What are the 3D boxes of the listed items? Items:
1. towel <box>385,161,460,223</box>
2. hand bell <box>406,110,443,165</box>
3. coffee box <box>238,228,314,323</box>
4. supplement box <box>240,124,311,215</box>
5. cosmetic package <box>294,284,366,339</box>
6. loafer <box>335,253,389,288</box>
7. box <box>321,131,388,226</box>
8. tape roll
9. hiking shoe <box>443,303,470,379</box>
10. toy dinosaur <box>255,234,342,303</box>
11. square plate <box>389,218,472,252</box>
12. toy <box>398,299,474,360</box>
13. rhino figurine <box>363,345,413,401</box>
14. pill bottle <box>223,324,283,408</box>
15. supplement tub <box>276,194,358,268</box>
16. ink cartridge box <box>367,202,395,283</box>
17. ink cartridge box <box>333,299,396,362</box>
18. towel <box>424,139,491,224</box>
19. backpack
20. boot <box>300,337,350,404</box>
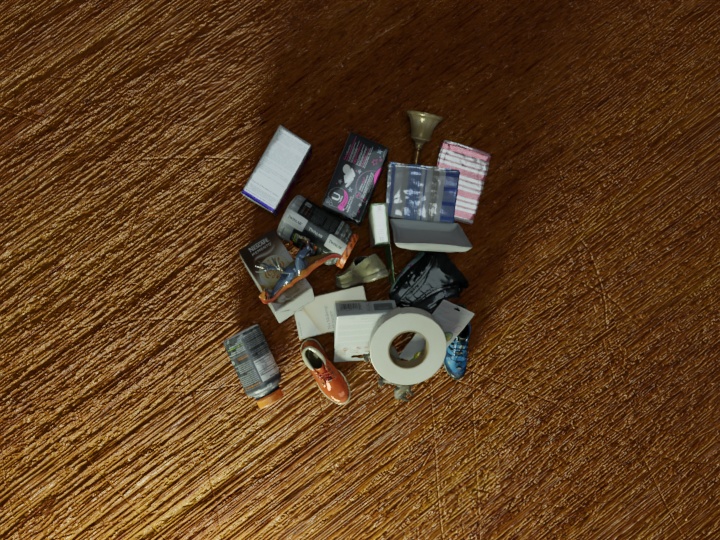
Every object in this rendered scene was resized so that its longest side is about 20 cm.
[{"bbox_3d":[0.163,-0.207,1.546,0.194,0.024,0.151,7,107,5],"label":"towel"},{"bbox_3d":[0.154,-0.319,1.558,0.101,0.104,0.206,10,102,-3],"label":"hand bell"},{"bbox_3d":[-0.217,0.013,1.486,0.113,0.080,0.202,-32,69,-12],"label":"coffee box"},{"bbox_3d":[-0.217,-0.260,1.518,0.102,0.101,0.203,29,89,-2],"label":"supplement box"},{"bbox_3d":[-0.077,0.109,1.538,0.195,0.073,0.106,-14,91,-4],"label":"cosmetic package"},{"bbox_3d":[0.000,0.000,1.492,0.074,0.198,0.070,-13,89,-39],"label":"loafer"},{"bbox_3d":[-0.014,-0.235,1.513,0.112,0.132,0.204,23,88,1],"label":"box"},{"bbox_3d":[0.118,0.190,1.446,0.197,0.037,0.208,-1,113,-3],"label":"tape roll"},{"bbox_3d":[0.257,0.193,1.545,0.072,0.087,0.206,-2,90,-3],"label":"hiking shoe"},{"bbox_3d":[-0.165,0.008,1.399,0.196,0.105,0.186,22,84,-1],"label":"toy dinosaur"},{"bbox_3d":[0.176,-0.089,1.498,0.194,0.199,0.029,4,112,-3],"label":"square plate"},{"bbox_3d":[0.191,0.158,1.500,0.113,0.048,0.202,22,113,-31],"label":"toy"},{"bbox_3d":[0.088,0.277,1.533,0.086,0.060,0.203,-24,114,14],"label":"rhino figurine"},{"bbox_3d":[-0.273,0.254,1.510,0.104,0.106,0.204,-24,91,-3],"label":"pill bottle"},{"bbox_3d":[-0.110,-0.098,1.512,0.197,0.123,0.125,30,88,-2],"label":"supplement tub"},{"bbox_3d":[0.053,-0.067,1.508,0.047,0.146,0.206,-4,90,-3],"label":"ink cartridge box"},{"bbox_3d":[0.007,0.160,1.505,0.155,0.203,0.048,-3,48,-10],"label":"ink cartridge box"},{"bbox_3d":[0.265,-0.240,1.580,0.143,0.030,0.205,16,92,-2],"label":"towel"},{"bbox_3d":[0.167,0.047,1.524,0.199,0.127,0.168,-41,80,-1],"label":"backpack"},{"bbox_3d":[-0.094,0.275,1.520,0.074,0.107,0.202,-36,93,-4],"label":"boot"}]
